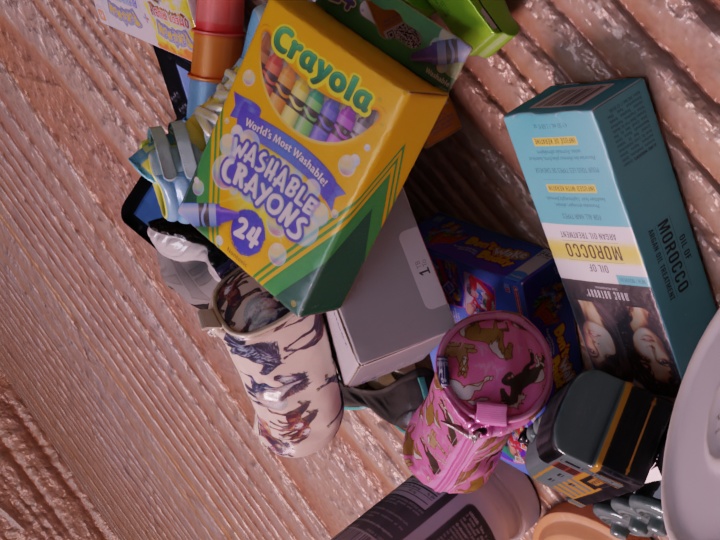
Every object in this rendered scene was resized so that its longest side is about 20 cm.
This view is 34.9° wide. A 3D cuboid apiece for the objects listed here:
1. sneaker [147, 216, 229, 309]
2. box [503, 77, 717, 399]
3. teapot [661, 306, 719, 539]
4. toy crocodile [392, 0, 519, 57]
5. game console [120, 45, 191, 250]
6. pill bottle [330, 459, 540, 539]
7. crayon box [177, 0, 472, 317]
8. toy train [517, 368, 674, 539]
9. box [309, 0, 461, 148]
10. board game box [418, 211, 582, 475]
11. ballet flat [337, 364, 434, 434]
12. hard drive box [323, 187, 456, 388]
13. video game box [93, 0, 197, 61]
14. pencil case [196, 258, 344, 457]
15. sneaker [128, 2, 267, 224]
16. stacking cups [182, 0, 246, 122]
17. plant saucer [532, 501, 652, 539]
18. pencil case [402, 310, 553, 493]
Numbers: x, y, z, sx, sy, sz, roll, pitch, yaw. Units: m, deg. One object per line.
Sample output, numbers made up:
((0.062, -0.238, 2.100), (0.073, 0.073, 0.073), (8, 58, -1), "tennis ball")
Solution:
((-0.117, 0.005, 1.010), (0.200, 0.074, 0.080), (24, 124, 49), "sneaker")
((0.164, -0.018, 0.726), (0.082, 0.049, 0.201), (7, 124, 57), "box")
((0.258, 0.090, 0.587), (0.145, 0.198, 0.200), (18, 173, -3), "teapot")
((0.033, -0.223, 0.725), (0.200, 0.062, 0.068), (52, 154, 2), "toy crocodile")
((-0.157, -0.100, 1.090), (0.200, 0.119, 0.173), (35, 151, 36), "game console")
((0.059, 0.245, 1.012), (0.116, 0.200, 0.116), (39, 147, 31), "pill bottle")
((-0.029, -0.088, 0.747), (0.126, 0.051, 0.201), (39, 115, 25), "crayon box")
((0.170, 0.124, 0.772), (0.114, 0.085, 0.200), (26, 167, 5), "toy train")
((-0.008, -0.183, 0.849), (0.119, 0.041, 0.201), (2, 118, 58), "box")
((0.110, 0.064, 0.906), (0.134, 0.045, 0.201), (24, 138, 47), "board game box")
((0.023, 0.102, 1.070), (0.200, 0.068, 0.069), (6, 109, 63), "ballet flat")
((0.000, 0.000, 0.886), (0.200, 0.077, 0.156), (109, 141, -80), "hard drive box")
((-0.199, -0.294, 1.039), (0.200, 0.047, 0.183), (29, 144, 43), "video game box")
((-0.065, 0.074, 0.915), (0.200, 0.089, 0.078), (78, 179, -51), "pencil case")
((-0.120, -0.124, 0.933), (0.080, 0.130, 0.201), (-139, 55, -67), "sneaker")
((-0.128, -0.149, 1.000), (0.060, 0.060, 0.201), (22, 110, 48), "stacking cups")
((0.221, 0.290, 0.978), (0.200, 0.032, 0.201), (39, 148, 30), "plant saucer")
((0.081, 0.102, 0.831), (0.083, 0.086, 0.200), (58, 164, 18), "pencil case")
